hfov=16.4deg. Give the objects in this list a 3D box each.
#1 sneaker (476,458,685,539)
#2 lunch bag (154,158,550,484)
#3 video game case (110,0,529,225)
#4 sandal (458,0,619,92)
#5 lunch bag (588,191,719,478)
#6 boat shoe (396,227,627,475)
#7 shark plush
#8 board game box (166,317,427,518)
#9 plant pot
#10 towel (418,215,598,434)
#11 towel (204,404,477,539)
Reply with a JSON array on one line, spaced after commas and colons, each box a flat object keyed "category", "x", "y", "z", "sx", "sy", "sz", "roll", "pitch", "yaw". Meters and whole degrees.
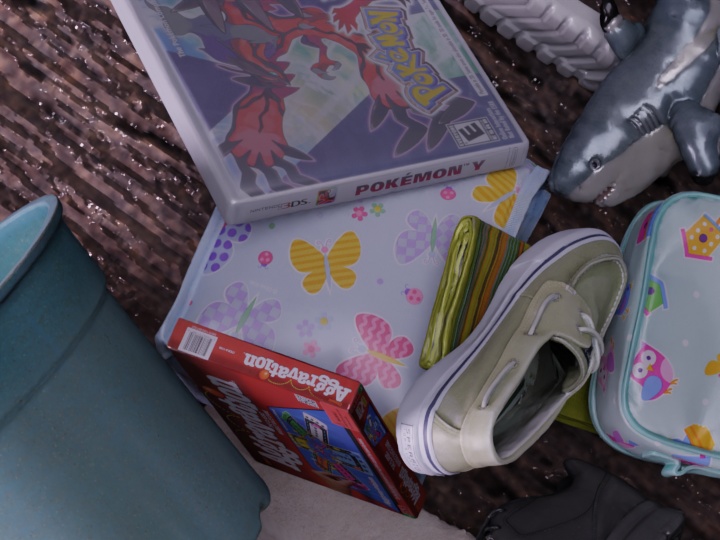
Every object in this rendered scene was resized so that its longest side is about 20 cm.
[{"category": "sneaker", "x": 0.089, "y": 0.176, "z": 1.362, "sx": 0.091, "sy": 0.076, "sz": 0.200, "roll": 37, "pitch": 49, "yaw": 21}, {"category": "lunch bag", "x": 0.000, "y": 0.000, "z": 1.423, "sx": 0.170, "sy": 0.127, "sz": 0.200, "roll": 21, "pitch": 75, "yaw": 6}, {"category": "video game case", "x": -0.027, "y": -0.118, "z": 1.416, "sx": 0.182, "sy": 0.023, "sz": 0.200, "roll": -12, "pitch": 52, "yaw": -22}, {"category": "sandal", "x": 0.089, "y": -0.177, "z": 1.457, "sx": 0.203, "sy": 0.082, "sz": 0.050, "roll": 40, "pitch": 67, "yaw": -21}, {"category": "lunch bag", "x": 0.228, "y": 0.048, "z": 1.418, "sx": 0.200, "sy": 0.077, "sz": 0.160, "roll": 14, "pitch": 84, "yaw": -12}, {"category": "boat shoe", "x": 0.095, "y": 0.047, "z": 1.322, "sx": 0.062, "sy": 0.072, "sz": 0.200, "roll": 6, "pitch": 38, "yaw": 37}, {"category": "shark plush", "x": 0.170, "y": -0.130, "z": 1.412, "sx": 0.083, "sy": 0.091, "sz": 0.200, "roll": 15, "pitch": 102, "yaw": -13}, {"category": "board game box", "x": -0.030, "y": 0.082, "z": 1.328, "sx": 0.103, "sy": 0.200, "sz": 0.019, "roll": 20, "pitch": 74, "yaw": 18}, {"category": "plant pot", "x": -0.164, "y": 0.099, "z": 1.303, "sx": 0.200, "sy": 0.200, "sz": 0.196, "roll": -44, "pitch": 104, "yaw": -4}, {"category": "towel", "x": 0.103, "y": 0.035, "z": 1.393, "sx": 0.018, "sy": 0.200, "sz": 0.086, "roll": 11, "pitch": 83, "yaw": 38}, {"category": "towel", "x": -0.042, "y": 0.162, "z": 1.412, "sx": 0.200, "sy": 0.034, "sz": 0.133, "roll": 28, "pitch": 60, "yaw": 23}]
